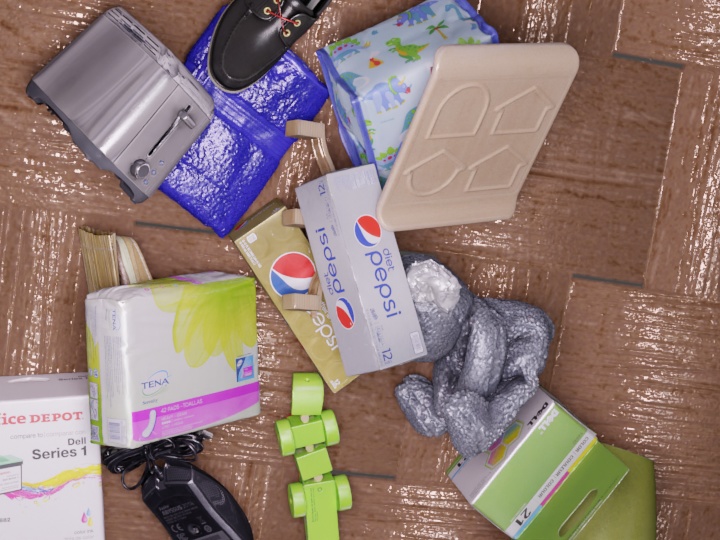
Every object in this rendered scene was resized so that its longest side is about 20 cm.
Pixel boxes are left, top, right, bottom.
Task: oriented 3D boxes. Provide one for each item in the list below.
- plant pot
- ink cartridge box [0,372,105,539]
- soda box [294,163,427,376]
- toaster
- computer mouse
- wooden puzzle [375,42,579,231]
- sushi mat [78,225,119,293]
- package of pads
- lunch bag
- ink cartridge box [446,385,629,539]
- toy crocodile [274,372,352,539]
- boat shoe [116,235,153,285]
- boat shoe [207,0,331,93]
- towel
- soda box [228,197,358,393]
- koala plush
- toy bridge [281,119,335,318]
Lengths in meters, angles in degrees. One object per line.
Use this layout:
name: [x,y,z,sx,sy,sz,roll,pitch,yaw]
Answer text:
plant pot: [0.255,0.295,1.690,0.185,0.187,0.202,19,84,-15]
ink cartridge box: [-0.342,0.217,1.584,0.143,0.084,0.203,-3,102,-11]
soda box: [0.000,0.000,1.522,0.063,0.068,0.202,-15,89,-33]
toaster: [-0.235,-0.169,1.491,0.129,0.200,0.114,-45,139,-3]
computer mouse: [-0.174,0.246,1.628,0.137,0.053,0.201,-18,113,31]
wooden puzzle: [0.110,-0.139,1.506,0.184,0.046,0.202,-7,131,-36]
sushi mat: [-0.259,0.056,1.564,0.012,0.095,0.202,-13,105,-29]
package of pads: [-0.186,0.084,1.532,0.199,0.068,0.157,-11,101,-51]
lunch bag: [0.064,-0.166,1.572,0.169,0.128,0.201,-26,135,-5]
ink cartridge box: [0.188,0.216,1.635,0.076,0.200,0.148,39,92,-16]
toy crocodile: [-0.053,0.210,1.661,0.067,0.062,0.202,-12,108,-9]
boat shoe: [-0.217,0.053,1.593,0.076,0.071,0.202,-20,112,-24]
boat shoe: [-0.081,-0.264,1.517,0.074,0.063,0.202,43,72,-16]
towel: [-0.138,-0.152,1.568,0.147,0.050,0.201,36,92,-16]
soda box: [-0.059,0.027,1.614,0.067,0.064,0.201,-34,107,-5]
koala plush: [0.089,0.059,1.607,0.184,0.177,0.200,-47,106,-11]
toy bridge: [-0.047,-0.051,1.563,0.067,0.027,0.203,5,83,-36]
